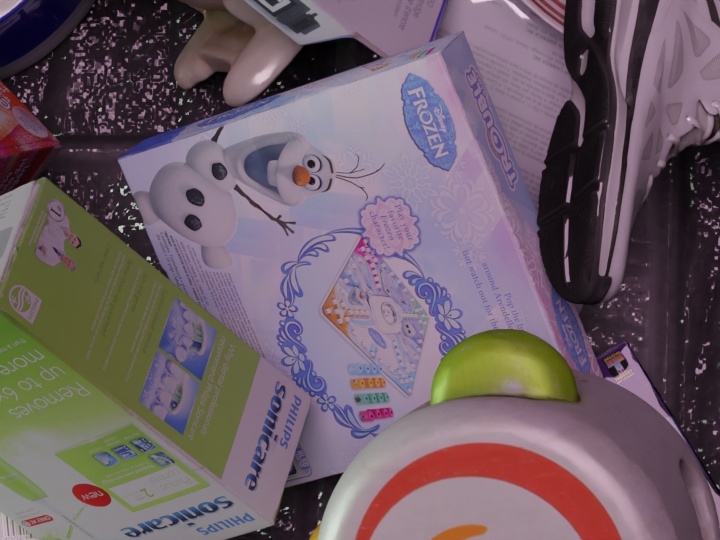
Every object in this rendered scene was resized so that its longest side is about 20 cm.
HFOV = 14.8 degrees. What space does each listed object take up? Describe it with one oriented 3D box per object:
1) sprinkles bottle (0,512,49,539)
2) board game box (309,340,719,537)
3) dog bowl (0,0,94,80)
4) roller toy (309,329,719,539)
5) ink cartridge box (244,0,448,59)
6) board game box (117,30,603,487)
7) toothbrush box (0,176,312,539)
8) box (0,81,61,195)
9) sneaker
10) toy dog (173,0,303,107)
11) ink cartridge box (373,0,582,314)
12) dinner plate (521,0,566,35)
[{"bbox_3d":[-0.192,0.113,1.509,0.068,0.068,0.201,-9,77,6],"label":"sprinkles bottle"},{"bbox_3d":[0.099,0.160,1.462,0.200,0.057,0.166,-32,76,1],"label":"board game box"},{"bbox_3d":[-0.243,-0.207,1.582,0.199,0.079,0.201,-2,78,8],"label":"dog bowl"},{"bbox_3d":[0.079,0.144,1.358,0.182,0.140,0.200,42,107,9],"label":"roller toy"},{"bbox_3d":[-0.024,-0.222,1.443,0.200,0.043,0.199,37,55,-26],"label":"ink cartridge box"},{"bbox_3d":[0.000,0.000,1.442,0.198,0.043,0.201,-16,104,28],"label":"board game box"},{"bbox_3d":[-0.148,0.060,1.414,0.145,0.200,0.086,-19,42,40],"label":"toothbrush box"},{"bbox_3d":[-0.269,-0.026,1.500,0.100,0.095,0.200,45,112,11],"label":"box"},{"bbox_3d":[0.160,-0.070,1.407,0.115,0.076,0.201,15,70,-18],"label":"sneaker"},{"bbox_3d":[-0.097,-0.211,1.478,0.194,0.140,0.200,-46,112,2],"label":"toy dog"},{"bbox_3d":[0.067,-0.051,1.507,0.160,0.047,0.201,25,97,-4],"label":"ink cartridge box"},{"bbox_3d":[0.138,-0.192,1.507,0.199,0.024,0.201,11,59,-20],"label":"dinner plate"}]
